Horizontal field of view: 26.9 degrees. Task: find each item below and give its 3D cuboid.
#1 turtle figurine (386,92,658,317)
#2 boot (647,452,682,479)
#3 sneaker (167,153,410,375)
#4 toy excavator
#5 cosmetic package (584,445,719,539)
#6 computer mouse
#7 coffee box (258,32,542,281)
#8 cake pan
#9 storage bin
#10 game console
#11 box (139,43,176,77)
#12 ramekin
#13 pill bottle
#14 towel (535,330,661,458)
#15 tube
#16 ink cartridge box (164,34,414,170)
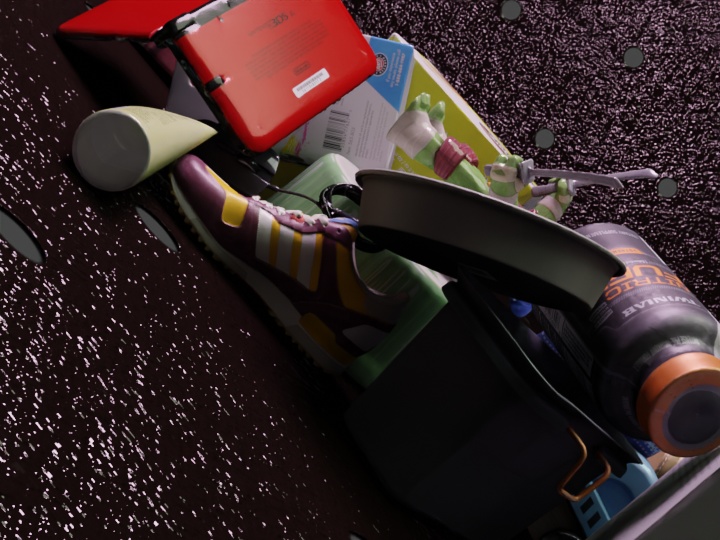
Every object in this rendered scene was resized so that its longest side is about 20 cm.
[{"bbox_3d":[0.131,-0.084,1.254,0.194,0.201,0.144,43,42,13],"label":"turtle figurine"},{"bbox_3d":[0.212,0.131,1.361,0.155,0.073,0.200,37,4,-8],"label":"boot"},{"bbox_3d":[-0.052,-0.023,1.089,0.200,0.090,0.075,47,8,-11],"label":"sneaker"},{"bbox_3d":[0.232,0.196,1.214,0.196,0.199,0.100,63,10,5],"label":"toy excavator"},{"bbox_3d":[0.224,0.219,1.043,0.123,0.200,0.199,49,9,8],"label":"cosmetic package"},{"bbox_3d":[-0.062,-0.066,1.137,0.198,0.059,0.034,22,-28,16],"label":"computer mouse"},{"bbox_3d":[0.043,-0.074,1.440,0.200,0.200,0.198,49,8,8],"label":"coffee box"},{"bbox_3d":[0.084,-0.017,1.037,0.198,0.037,0.200,20,-6,2],"label":"cake pan"},{"bbox_3d":[0.092,0.117,1.049,0.200,0.134,0.146,37,14,-51],"label":"storage bin"},{"bbox_3d":[-0.111,-0.177,1.211,0.173,0.118,0.200,56,42,-7],"label":"game console"},{"bbox_3d":[-0.114,-0.200,1.470,0.200,0.109,0.128,45,7,8],"label":"box"},{"bbox_3d":[0.000,0.000,1.227,0.200,0.098,0.200,48,8,-9],"label":"ramekin"},{"bbox_3d":[0.203,0.053,1.092,0.106,0.106,0.200,44,9,-29],"label":"pill bottle"},{"bbox_3d":[0.164,0.127,1.296,0.145,0.200,0.024,46,49,-6],"label":"towel"},{"bbox_3d":[-0.147,-0.089,1.021,0.058,0.052,0.200,46,9,-6],"label":"tube"},{"bbox_3d":[-0.060,-0.156,1.314,0.198,0.116,0.068,14,-4,4],"label":"ink cartridge box"}]
